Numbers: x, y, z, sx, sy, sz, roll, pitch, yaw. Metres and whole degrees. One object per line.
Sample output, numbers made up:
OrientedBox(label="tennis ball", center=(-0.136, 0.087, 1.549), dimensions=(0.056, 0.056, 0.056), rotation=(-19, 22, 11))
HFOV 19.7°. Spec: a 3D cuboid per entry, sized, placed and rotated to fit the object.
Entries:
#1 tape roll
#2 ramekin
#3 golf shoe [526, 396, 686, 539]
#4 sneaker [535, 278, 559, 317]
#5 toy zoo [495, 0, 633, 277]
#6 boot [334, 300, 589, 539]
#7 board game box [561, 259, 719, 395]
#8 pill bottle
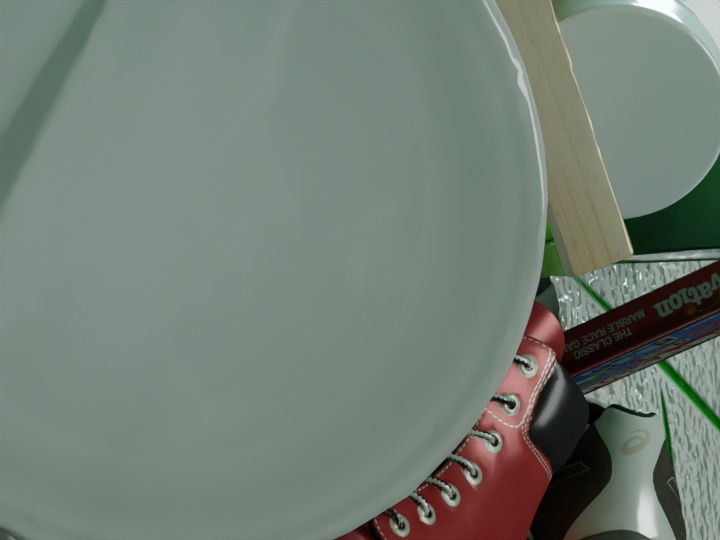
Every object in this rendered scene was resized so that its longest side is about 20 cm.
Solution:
OrientedBox(label="tape roll", center=(0.185, -0.032, 0.951), dimensions=(0.200, 0.199, 0.049), rotation=(1, 85, -58))
OrientedBox(label="ramekin", center=(-0.052, -0.026, 0.579), dimensions=(0.094, 0.200, 0.205), rotation=(-110, -169, -81))
OrientedBox(label="golf shoe", center=(0.086, 0.100, 0.814), dimensions=(0.200, 0.077, 0.096), rotation=(143, -44, -76))
OrientedBox(label="sneaker", center=(0.000, 0.000, 0.784), dimensions=(0.200, 0.074, 0.107), rotation=(-32, 104, -57))
OrientedBox(label="toy zoo", center=(0.035, -0.063, 0.666), dimensions=(0.200, 0.020, 0.132), rotation=(-170, -118, -83))
OrientedBox(label="boot", center=(0.009, 0.066, 0.662), dimensions=(0.200, 0.072, 0.145), rotation=(27, 85, -61))
OrientedBox(label="board game box", center=(0.117, 0.025, 0.841), dimensions=(0.103, 0.199, 0.020), rotation=(-6, 72, -58))
OrientedBox(label="pill bottle", center=(0.102, -0.101, 0.849), dimensions=(0.200, 0.111, 0.113), rotation=(-80, 154, -63))
